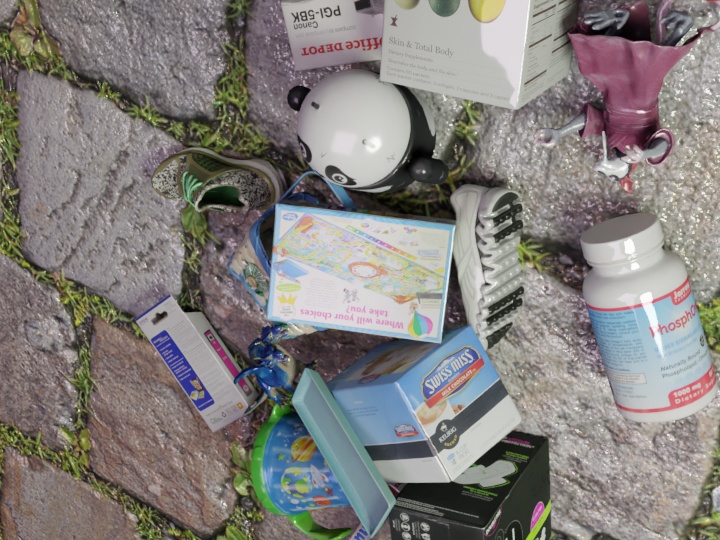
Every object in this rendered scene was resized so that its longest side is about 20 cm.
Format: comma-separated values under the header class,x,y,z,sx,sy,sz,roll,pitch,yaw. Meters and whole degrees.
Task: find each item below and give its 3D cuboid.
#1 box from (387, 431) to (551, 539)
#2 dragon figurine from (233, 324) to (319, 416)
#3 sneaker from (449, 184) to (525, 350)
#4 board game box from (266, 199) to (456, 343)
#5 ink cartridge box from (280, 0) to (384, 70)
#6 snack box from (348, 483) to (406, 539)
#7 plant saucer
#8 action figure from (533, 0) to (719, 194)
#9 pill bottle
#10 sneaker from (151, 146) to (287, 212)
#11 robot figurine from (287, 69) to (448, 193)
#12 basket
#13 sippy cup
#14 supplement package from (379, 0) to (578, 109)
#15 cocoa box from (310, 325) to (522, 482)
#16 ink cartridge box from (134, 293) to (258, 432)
class,x,y,z,sx,sy,sz,roll,pitch,yaw
box,0.135,0.298,1.278,0.124,0.200,0.149,8,116,30
dragon figurine,-0.120,0.123,1.344,0.099,0.059,0.200,32,149,-20
sneaker,0.139,-0.006,1.223,0.081,0.075,0.201,22,123,40
board game box,0.000,0.000,1.199,0.199,0.034,0.135,8,103,5
ink cartridge box,-0.013,-0.324,1.145,0.146,0.083,0.201,-2,111,31
snack box,0.021,0.333,1.445,0.024,0.072,0.200,38,127,12
plant saucer,-0.020,0.207,1.246,0.200,0.019,0.070,55,140,30
action figure,0.264,-0.170,1.061,0.134,0.149,0.201,34,148,38
pill bottle,0.295,0.048,1.121,0.108,0.109,0.201,-10,108,34
sneaker,-0.194,-0.106,1.355,0.199,0.089,0.077,5,115,29
robot figurine,0.009,-0.143,1.141,0.149,0.200,0.126,-10,89,17
basket,-0.050,-0.012,1.280,0.177,0.139,0.200,51,131,-3
sippy cup,-0.050,0.251,1.397,0.130,0.140,0.178,-6,132,35
supplement package,0.121,-0.283,1.040,0.151,0.151,0.201,17,120,24
cocoa box,0.060,0.160,1.268,0.200,0.133,0.132,-18,102,57
ink cartridge box,-0.229,0.128,1.523,0.095,0.037,0.200,-31,97,38
